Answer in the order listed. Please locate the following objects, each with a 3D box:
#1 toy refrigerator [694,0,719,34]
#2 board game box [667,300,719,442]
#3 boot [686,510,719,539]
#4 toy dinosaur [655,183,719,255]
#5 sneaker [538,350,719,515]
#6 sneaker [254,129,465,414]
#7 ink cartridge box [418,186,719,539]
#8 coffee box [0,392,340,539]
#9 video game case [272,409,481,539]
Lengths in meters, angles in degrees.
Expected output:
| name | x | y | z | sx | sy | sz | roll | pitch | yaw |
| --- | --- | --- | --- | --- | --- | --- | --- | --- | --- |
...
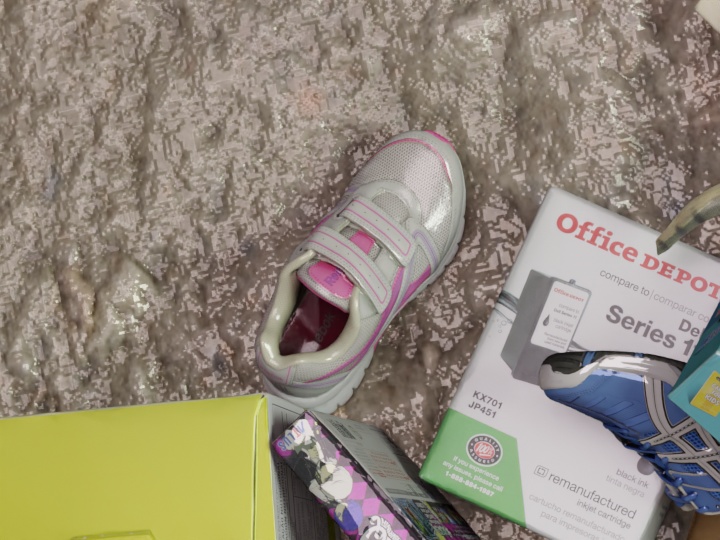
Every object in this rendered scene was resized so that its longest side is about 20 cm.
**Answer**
| name | x | y | z | sx | sy | sz | roll | pitch | yaw |
| --- | --- | --- | --- | --- | --- | --- | --- | --- | --- |
| toy refrigerator | 0.306 | -0.117 | 1.641 | 0.200 | 0.070 | 0.076 | 45 | 99 | 14 |
| board game box | 0.272 | 0.058 | 1.531 | 0.151 | 0.200 | 0.047 | 41 | 127 | -3 |
| boot | 0.271 | 0.184 | 1.609 | 0.175 | 0.066 | 0.201 | 27 | 87 | 12 |
| toy dinosaur | 0.263 | -0.069 | 1.536 | 0.199 | 0.047 | 0.089 | -9 | 77 | 11 |
| sneaker | 0.193 | 0.099 | 1.546 | 0.199 | 0.076 | 0.077 | 20 | 84 | -11 |
| sneaker | 0.000 | 0.000 | 1.673 | 0.081 | 0.088 | 0.201 | 28 | 88 | 13 |
| ink cartridge box | 0.144 | 0.068 | 1.638 | 0.146 | 0.083 | 0.201 | 23 | 87 | 12 |
| coffee box | -0.123 | 0.188 | 1.615 | 0.198 | 0.198 | 0.201 | -6 | 81 | 10 |
| video game case | 0.037 | 0.164 | 1.587 | 0.036 | 0.200 | 0.181 | -42 | 78 | 5 |
